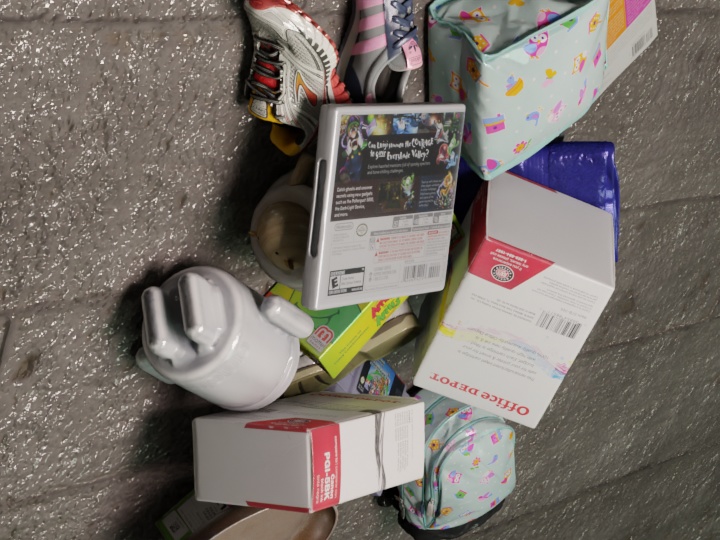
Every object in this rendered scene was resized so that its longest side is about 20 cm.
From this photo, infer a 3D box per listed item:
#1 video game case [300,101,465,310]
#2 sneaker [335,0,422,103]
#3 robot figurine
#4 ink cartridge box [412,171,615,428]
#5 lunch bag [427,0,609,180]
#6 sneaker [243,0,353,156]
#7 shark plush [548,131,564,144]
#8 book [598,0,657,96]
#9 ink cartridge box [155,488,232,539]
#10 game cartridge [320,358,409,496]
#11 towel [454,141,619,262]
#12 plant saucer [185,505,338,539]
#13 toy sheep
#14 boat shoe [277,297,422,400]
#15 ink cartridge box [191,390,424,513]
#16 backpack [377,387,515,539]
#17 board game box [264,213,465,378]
[{"bbox_3d":[0.023,-0.063,1.624,0.199,0.023,0.184,-8,108,-51],"label":"video game case"},{"bbox_3d":[0.033,-0.229,1.625,0.070,0.082,0.201,-22,136,-38],"label":"sneaker"},{"bbox_3d":[-0.131,0.067,1.669,0.168,0.114,0.200,-17,155,22],"label":"robot figurine"},{"bbox_3d":[0.156,0.029,1.818,0.145,0.144,0.201,-81,-166,-56],"label":"ink cartridge box"},{"bbox_3d":[0.170,-0.217,1.778,0.199,0.122,0.171,-30,141,-23],"label":"lunch bag"},{"bbox_3d":[-0.064,-0.172,1.562,0.082,0.078,0.200,-43,146,-13],"label":"sneaker"},{"bbox_3d":[0.156,-0.084,1.915,0.091,0.083,0.201,-6,126,-54],"label":"shark plush"},{"bbox_3d":[0.268,-0.285,1.909,0.134,0.048,0.201,-44,148,-18],"label":"book"},{"bbox_3d":[-0.099,0.252,1.890,0.200,0.076,0.148,-41,147,1],"label":"ink cartridge box"},{"bbox_3d":[0.000,0.158,1.951,0.130,0.038,0.200,-68,152,-17],"label":"game cartridge"},{"bbox_3d":[0.175,-0.073,1.866,0.050,0.198,0.149,-78,165,-57],"label":"towel"},{"bbox_3d":[-0.116,0.281,1.786,0.199,0.032,0.201,-24,152,-14],"label":"plant saucer"},{"bbox_3d":[-0.033,-0.043,1.679,0.199,0.138,0.139,-4,124,-57],"label":"toy sheep"},{"bbox_3d":[-0.037,0.078,1.837,0.199,0.069,0.075,-26,161,-4],"label":"boat shoe"},{"bbox_3d":[-0.047,0.175,1.726,0.199,0.146,0.084,-7,97,-55],"label":"ink cartridge box"},{"bbox_3d":[0.114,0.222,2.115,0.166,0.126,0.201,-29,138,-27],"label":"backpack"},{"bbox_3d":[0.000,0.000,1.782,0.200,0.101,0.048,-47,146,-9],"label":"board game box"}]
